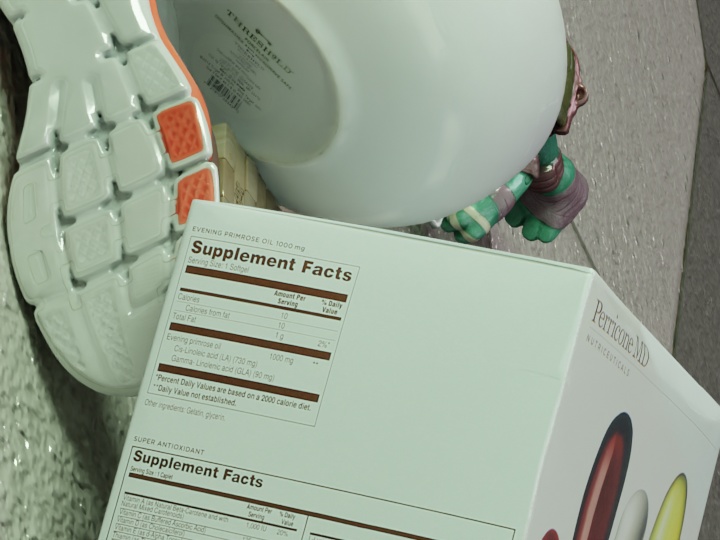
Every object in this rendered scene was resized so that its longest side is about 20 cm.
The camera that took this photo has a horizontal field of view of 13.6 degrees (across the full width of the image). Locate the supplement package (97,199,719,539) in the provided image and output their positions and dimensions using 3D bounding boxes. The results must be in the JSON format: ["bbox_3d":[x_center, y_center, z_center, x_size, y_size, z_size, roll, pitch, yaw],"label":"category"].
[{"bbox_3d":[0.015,0.108,1.017,0.191,0.146,0.201,38,64,-64],"label":"supplement package"}]

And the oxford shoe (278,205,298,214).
[{"bbox_3d":[0.000,0.000,1.278,0.200,0.073,0.071,49,32,-57],"label":"oxford shoe"}]

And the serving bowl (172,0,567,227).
[{"bbox_3d":[-0.024,-0.092,1.117,0.066,0.199,0.201,-46,126,-36],"label":"serving bowl"}]

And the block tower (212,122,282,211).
[{"bbox_3d":[-0.041,0.024,1.166,0.200,0.054,0.058,57,27,-47],"label":"block tower"}]

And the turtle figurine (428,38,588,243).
[{"bbox_3d":[0.066,-0.088,1.534,0.200,0.100,0.151,46,34,-69],"label":"turtle figurine"}]

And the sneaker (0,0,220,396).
[{"bbox_3d":[-0.082,-0.051,1.063,0.082,0.077,0.201,41,39,-72],"label":"sneaker"}]
